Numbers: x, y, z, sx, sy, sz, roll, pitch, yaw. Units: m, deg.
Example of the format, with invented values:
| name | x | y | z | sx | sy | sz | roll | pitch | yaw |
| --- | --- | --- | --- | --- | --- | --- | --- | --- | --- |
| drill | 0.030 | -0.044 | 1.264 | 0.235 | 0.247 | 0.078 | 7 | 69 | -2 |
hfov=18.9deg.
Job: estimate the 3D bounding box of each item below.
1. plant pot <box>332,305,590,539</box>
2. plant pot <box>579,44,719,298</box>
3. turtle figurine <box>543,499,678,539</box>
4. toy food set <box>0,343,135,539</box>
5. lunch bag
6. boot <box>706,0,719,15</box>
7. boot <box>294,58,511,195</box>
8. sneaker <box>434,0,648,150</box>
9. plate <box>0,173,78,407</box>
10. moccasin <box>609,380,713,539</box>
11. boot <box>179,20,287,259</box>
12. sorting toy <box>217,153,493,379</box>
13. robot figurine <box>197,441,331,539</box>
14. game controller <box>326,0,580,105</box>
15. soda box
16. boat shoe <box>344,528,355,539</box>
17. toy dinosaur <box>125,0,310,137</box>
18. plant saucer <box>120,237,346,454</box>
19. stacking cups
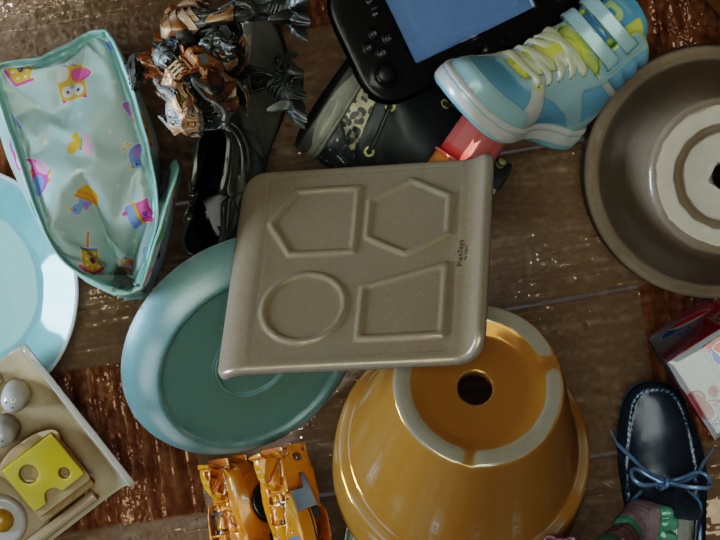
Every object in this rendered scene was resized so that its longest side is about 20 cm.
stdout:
| name | x | y | z | sx | sy | sz | roll | pitch | yaw |
| --- | --- | --- | --- | --- | --- | --- | --- | --- | --- |
| plant pot | 0.080 | 0.118 | 1.613 | 0.198 | 0.184 | 0.202 | 1 | 65 | -2 |
| plant pot | 0.266 | -0.075 | 1.629 | 0.198 | 0.175 | 0.203 | 0 | 93 | 5 |
| turtle figurine | 0.165 | 0.239 | 1.592 | 0.101 | 0.200 | 0.150 | 48 | 120 | 11 |
| toy food set | -0.297 | 0.173 | 1.727 | 0.199 | 0.060 | 0.144 | -37 | 101 | 8 |
| lunch bag | -0.200 | -0.073 | 1.663 | 0.121 | 0.170 | 0.202 | -21 | 91 | -4 |
| boot | 0.251 | -0.263 | 1.632 | 0.071 | 0.144 | 0.201 | -41 | 90 | 5 |
| boot | 0.063 | -0.135 | 1.696 | 0.153 | 0.073 | 0.204 | 38 | 88 | -8 |
| sneaker | 0.141 | -0.160 | 1.601 | 0.131 | 0.199 | 0.080 | -46 | 70 | 21 |
| plate | -0.323 | 0.015 | 1.751 | 0.198 | 0.026 | 0.202 | 0 | 93 | 4 |
| moccasin | 0.246 | 0.188 | 1.699 | 0.080 | 0.068 | 0.202 | -10 | 93 | 5 |
| boot | -0.099 | -0.109 | 1.673 | 0.067 | 0.131 | 0.202 | 6 | 94 | 5 |
| sorting toy | 0.000 | 0.000 | 1.571 | 0.198 | 0.037 | 0.186 | -6 | 50 | 14 |
| robot figurine | -0.067 | 0.242 | 1.704 | 0.144 | 0.058 | 0.202 | -17 | 83 | 48 |
| game controller | 0.071 | -0.204 | 1.637 | 0.199 | 0.042 | 0.105 | -27 | 100 | -19 |
| soda box | 0.265 | 0.071 | 1.624 | 0.063 | 0.200 | 0.070 | -33 | 91 | 5 |
| boat shoe | 0.014 | 0.275 | 1.724 | 0.067 | 0.072 | 0.202 | -1 | 97 | -3 |
| toy dinosaur | -0.107 | -0.166 | 1.599 | 0.134 | 0.103 | 0.202 | -2 | 55 | -7 |
| plant saucer | -0.087 | 0.065 | 1.675 | 0.198 | 0.027 | 0.202 | -14 | 127 | -19 |
| stacking cups | 0.041 | -0.032 | 1.638 | 0.060 | 0.061 | 0.201 | 33 | 94 | 1 |
